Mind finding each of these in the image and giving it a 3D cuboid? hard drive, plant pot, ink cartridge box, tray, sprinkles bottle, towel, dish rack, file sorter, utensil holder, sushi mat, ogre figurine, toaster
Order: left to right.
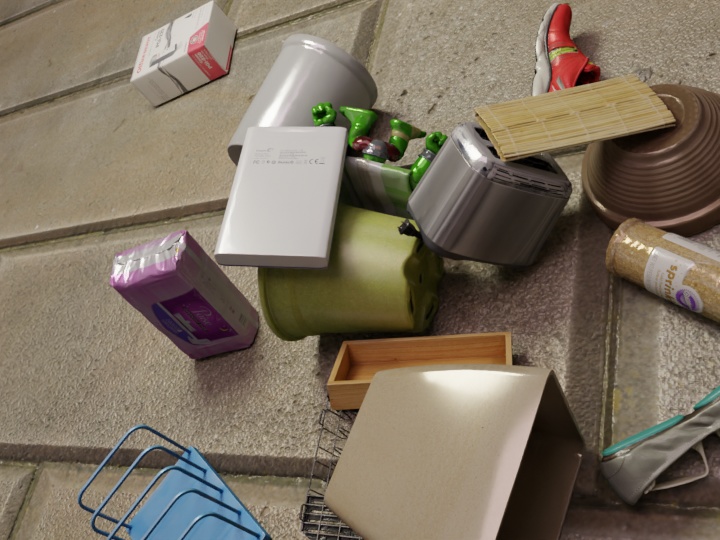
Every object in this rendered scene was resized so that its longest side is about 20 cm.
[{"bbox_3d":[-0.237,0.307,0.947,0.139,0.123,0.199,-51,46,-7],"label":"file sorter"},{"bbox_3d":[-0.366,-0.447,1.602,0.198,0.085,0.147,-18,50,26],"label":"ink cartridge box"},{"bbox_3d":[-0.090,-0.092,0.929,0.130,0.026,0.202,2,55,8],"label":"hard drive"},{"bbox_3d":[-0.091,-0.229,1.195,0.168,0.170,0.202,15,70,41],"label":"utensil holder"},{"bbox_3d":[-0.009,-0.098,1.031,0.198,0.150,0.031,15,64,27],"label":"towel"},{"bbox_3d":[0.000,0.000,0.969,0.182,0.201,0.203,6,62,25],"label":"plant pot"},{"bbox_3d":[0.011,0.220,0.885,0.152,0.055,0.203,-7,58,32],"label":"dish rack"},{"bbox_3d":[0.018,-0.158,1.094,0.098,0.197,0.122,-170,96,-74],"label":"ogre figurine"},{"bbox_3d":[0.070,0.112,0.862,0.197,0.038,0.099,-4,22,11],"label":"tray"},{"bbox_3d":[0.085,0.200,0.726,0.175,0.200,0.202,11,65,31],"label":"plant pot"},{"bbox_3d":[0.146,-0.087,0.894,0.130,0.197,0.114,-60,36,32],"label":"toaster"},{"bbox_3d":[0.232,-0.168,0.847,0.197,0.012,0.096,-13,46,-5],"label":"sushi mat"},{"bbox_3d":[0.344,-0.144,0.882,0.198,0.093,0.203,-18,51,23],"label":"plant pot"},{"bbox_3d":[0.348,0.011,0.785,0.068,0.068,0.199,-50,45,-7],"label":"sprinkles bottle"}]

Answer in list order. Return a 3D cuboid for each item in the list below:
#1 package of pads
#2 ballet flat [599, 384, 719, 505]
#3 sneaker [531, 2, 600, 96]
[{"bbox_3d":[-0.242,0.038,1.088,0.119,0.201,0.076,-14,47,22],"label":"package of pads"},{"bbox_3d":[0.319,0.151,0.721,0.199,0.067,0.064,-35,73,10],"label":"ballet flat"},{"bbox_3d":[0.280,-0.273,1.044,0.084,0.077,0.203,0,66,22],"label":"sneaker"}]
